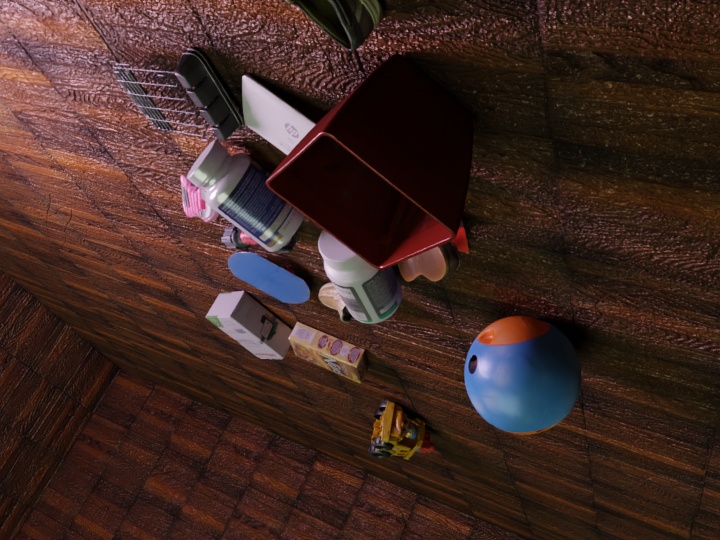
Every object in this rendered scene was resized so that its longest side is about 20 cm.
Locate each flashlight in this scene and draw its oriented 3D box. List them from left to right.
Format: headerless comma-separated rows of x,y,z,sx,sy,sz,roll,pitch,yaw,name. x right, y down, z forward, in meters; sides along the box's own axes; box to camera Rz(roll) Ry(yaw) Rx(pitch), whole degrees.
-0.207,-0.068,1.510,0.198,0.069,0.068,1,146,46,flashlight

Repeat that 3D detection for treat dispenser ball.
0.279,0.180,1.301,0.199,0.203,0.202,23,156,11,treat dispenser ball

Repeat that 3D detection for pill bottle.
-0.199,-0.133,1.317,0.199,0.112,0.110,38,155,-21,pill bottle
0.000,0.000,1.359,0.112,0.114,0.201,15,153,28,pill bottle

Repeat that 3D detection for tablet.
-0.101,-0.205,1.145,0.199,0.014,0.130,36,157,9,tablet

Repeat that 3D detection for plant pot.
0.031,-0.146,0.956,0.199,0.178,0.199,36,155,-16,plant pot

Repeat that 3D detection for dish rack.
-0.297,-0.279,1.204,0.198,0.055,0.154,14,149,35,dish rack

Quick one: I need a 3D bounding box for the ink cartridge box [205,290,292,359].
-0.291,0.148,2.009,0.200,0.085,0.145,42,154,-28,ink cartridge box

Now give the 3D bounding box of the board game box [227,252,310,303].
-0.197,0.003,1.680,0.198,0.039,0.158,29,152,-12,board game box

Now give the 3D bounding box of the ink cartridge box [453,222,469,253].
0.078,-0.088,1.180,0.158,0.048,0.201,16,152,27,ink cartridge box

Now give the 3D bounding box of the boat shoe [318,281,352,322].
-0.025,0.071,1.575,0.198,0.077,0.072,0,144,48,boat shoe

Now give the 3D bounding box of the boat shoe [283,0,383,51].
-0.063,-0.326,0.836,0.200,0.067,0.072,37,155,-18,boat shoe

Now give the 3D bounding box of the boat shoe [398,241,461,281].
0.120,-0.023,1.204,0.200,0.069,0.071,177,78,-75,boat shoe

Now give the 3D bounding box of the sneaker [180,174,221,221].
-0.282,-0.142,1.440,0.199,0.094,0.080,29,127,54,sneaker

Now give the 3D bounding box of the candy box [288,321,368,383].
-0.081,0.213,1.943,0.198,0.056,0.116,21,155,17,candy box

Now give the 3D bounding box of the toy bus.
0.126,0.470,2.158,0.189,0.137,0.201,14,153,0,toy bus
